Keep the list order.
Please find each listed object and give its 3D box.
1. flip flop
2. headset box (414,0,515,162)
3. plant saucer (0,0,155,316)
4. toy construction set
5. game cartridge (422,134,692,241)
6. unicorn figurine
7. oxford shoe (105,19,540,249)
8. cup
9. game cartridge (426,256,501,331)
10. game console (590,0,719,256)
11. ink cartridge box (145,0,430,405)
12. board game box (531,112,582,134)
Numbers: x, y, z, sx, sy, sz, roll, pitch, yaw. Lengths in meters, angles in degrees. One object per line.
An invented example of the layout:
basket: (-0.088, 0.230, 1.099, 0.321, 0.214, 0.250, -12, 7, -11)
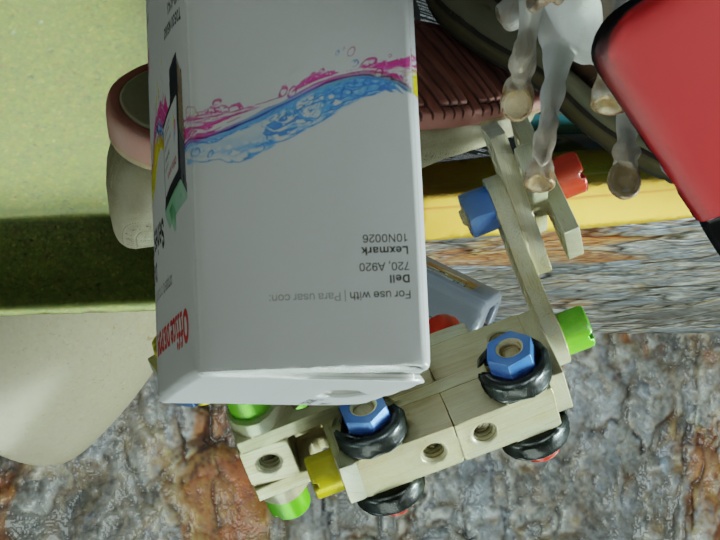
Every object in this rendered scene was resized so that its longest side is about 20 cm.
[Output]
flip flop: (0.114, -0.087, 1.152, 0.200, 0.058, 0.081, 37, -157, 25)
headset box: (-0.047, -0.086, 1.298, 0.200, 0.077, 0.149, -4, 174, 29)
plant saucer: (-0.153, -0.068, 1.188, 0.199, 0.048, 0.200, -2, 132, 2)
toy construction set: (0.016, 0.028, 1.133, 0.200, 0.131, 0.092, -32, 129, 7)
game cartridge: (0.051, -0.058, 1.439, 0.176, 0.032, 0.200, -5, -164, -24)
unicorn figurine: (0.082, -0.101, 1.062, 0.074, 0.138, 0.200, 9, 158, -8)
oxford shoe: (-0.016, -0.055, 1.154, 0.200, 0.074, 0.071, -8, -138, -24)
cup: (-0.173, -0.008, 1.616, 0.143, 0.200, 0.200, -35, 159, 26)
game cartridge: (0.000, 0.000, 1.337, 0.133, 0.042, 0.200, 29, -177, 3)
game console: (0.185, -0.103, 0.993, 0.200, 0.119, 0.172, -31, -167, 8)
ink cartridge box: (-0.031, -0.054, 1.012, 0.084, 0.200, 0.145, -1, 174, -9)
board game box: (0.154, -0.103, 1.343, 0.151, 0.047, 0.200, -1, 174, -2)
